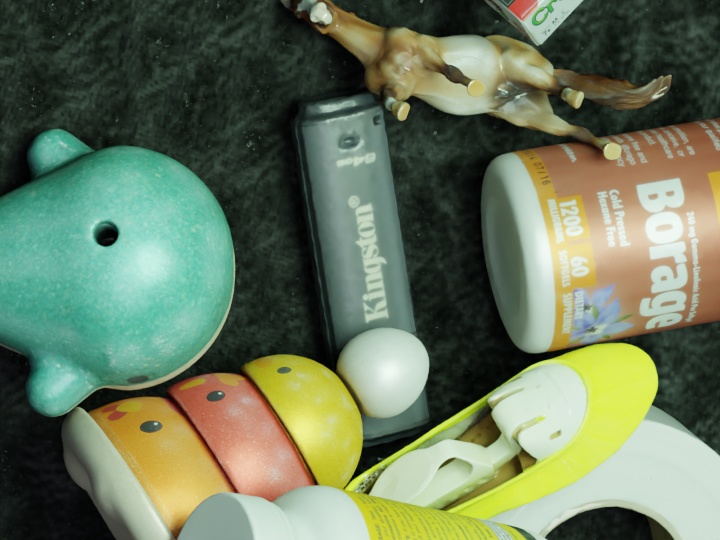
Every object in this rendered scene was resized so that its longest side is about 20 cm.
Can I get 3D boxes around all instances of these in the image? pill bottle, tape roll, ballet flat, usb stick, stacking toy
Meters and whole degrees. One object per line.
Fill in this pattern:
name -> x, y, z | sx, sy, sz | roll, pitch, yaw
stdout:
pill bottle -> 0.174, -0.025, 1.576 | 0.199, 0.112, 0.113 | -10, 103, -9
tape roll -> 0.130, 0.173, 1.630 | 0.201, 0.071, 0.204 | -3, 103, -11
ballet flat -> 0.070, 0.098, 1.539 | 0.199, 0.067, 0.067 | -32, 150, 6
usb stick -> 0.000, 0.000, 1.586 | 0.055, 0.033, 0.201 | -11, 103, -9
stacking toy -> -0.050, 0.093, 1.547 | 0.199, 0.146, 0.147 | -33, 106, -11
pill bottle -> 0.005, 0.173, 1.468 | 0.199, 0.112, 0.113 | 15, 98, -33

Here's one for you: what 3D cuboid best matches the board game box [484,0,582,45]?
board game box -> 0.120, -0.233, 1.522 | 0.200, 0.126, 0.035 | -46, 149, 0

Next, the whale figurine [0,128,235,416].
whale figurine -> -0.167, -0.004, 1.506 | 0.199, 0.104, 0.160 | 0, 75, 0

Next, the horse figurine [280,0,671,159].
horse figurine -> 0.065, -0.104, 1.543 | 0.199, 0.133, 0.050 | 7, 107, -25
